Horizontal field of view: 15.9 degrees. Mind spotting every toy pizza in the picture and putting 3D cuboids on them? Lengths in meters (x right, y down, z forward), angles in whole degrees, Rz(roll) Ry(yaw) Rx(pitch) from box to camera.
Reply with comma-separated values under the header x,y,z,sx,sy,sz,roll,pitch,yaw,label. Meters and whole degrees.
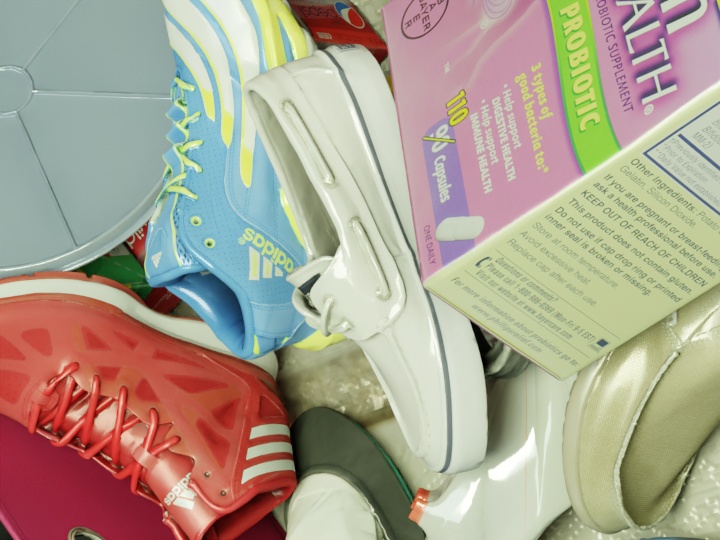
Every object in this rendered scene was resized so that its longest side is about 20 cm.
x,y,z,sx,sy,sz,roll,pitch,yaw,label
-0.170,-0.082,1.267,0.200,0.032,0.200,-3,68,7,toy pizza

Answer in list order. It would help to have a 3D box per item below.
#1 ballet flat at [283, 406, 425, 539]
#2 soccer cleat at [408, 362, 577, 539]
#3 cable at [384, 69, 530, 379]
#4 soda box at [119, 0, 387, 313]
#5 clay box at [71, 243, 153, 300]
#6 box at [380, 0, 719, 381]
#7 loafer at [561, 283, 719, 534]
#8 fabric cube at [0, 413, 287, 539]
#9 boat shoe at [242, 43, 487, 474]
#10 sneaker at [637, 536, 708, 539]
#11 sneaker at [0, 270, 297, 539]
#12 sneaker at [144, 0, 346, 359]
x,y,z,sx,sy,sz,roll,pitch,yaw,label
0.006,0.155,1.254,0.068,0.068,0.200,-40,69,30,ballet flat
0.093,0.056,1.200,0.078,0.069,0.200,26,100,0,soccer cleat
0.022,-0.013,1.212,0.097,0.050,0.200,-53,35,30,cable
-0.079,-0.064,1.305,0.200,0.070,0.063,-50,65,25,soda box
-0.198,0.039,1.325,0.115,0.048,0.200,51,123,23,clay box
0.119,-0.085,1.099,0.200,0.097,0.176,-34,41,27,box
0.151,0.033,1.145,0.068,0.076,0.200,30,107,37,loafer
-0.150,0.196,1.286,0.200,0.199,0.196,-49,65,26,fabric cube
0.000,0.000,1.150,0.072,0.066,0.200,174,79,-70,boat shoe
0.083,0.172,1.161,0.200,0.078,0.066,-11,105,9,sneaker
-0.110,0.071,1.221,0.078,0.200,0.116,-57,40,34,sneaker
-0.061,-0.050,1.191,0.076,0.105,0.200,-22,94,51,sneaker
